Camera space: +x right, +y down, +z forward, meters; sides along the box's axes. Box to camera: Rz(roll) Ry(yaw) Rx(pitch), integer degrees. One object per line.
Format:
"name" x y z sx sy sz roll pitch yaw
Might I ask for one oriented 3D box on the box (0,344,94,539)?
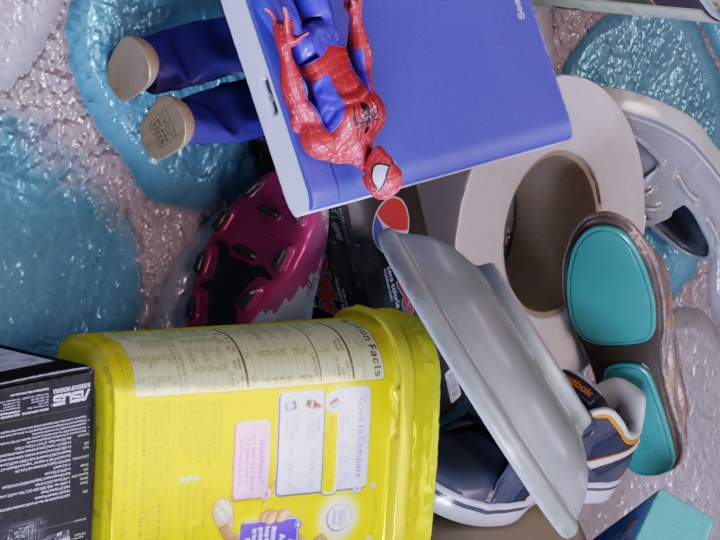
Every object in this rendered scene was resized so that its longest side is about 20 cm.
"box" -0.232 0.132 1.383 0.199 0.086 0.165 -10 105 -49

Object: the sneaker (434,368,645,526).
"sneaker" 0.100 0.100 1.690 0.199 0.078 0.080 -5 127 -53

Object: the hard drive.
"hard drive" 0.023 -0.115 1.553 0.199 0.025 0.133 -17 87 -39

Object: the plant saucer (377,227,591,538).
"plant saucer" 0.081 0.052 1.551 0.050 0.200 0.200 -33 131 3

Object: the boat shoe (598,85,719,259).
"boat shoe" 0.199 -0.062 1.872 0.201 0.070 0.072 34 68 -51

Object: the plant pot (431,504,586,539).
"plant pot" 0.060 0.212 1.701 0.200 0.186 0.189 -38 126 -56

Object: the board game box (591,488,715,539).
"board game box" 0.152 0.236 1.801 0.153 0.045 0.200 -62 -178 -20

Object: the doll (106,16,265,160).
"doll" -0.040 -0.110 1.553 0.199 0.048 0.137 -19 71 -38

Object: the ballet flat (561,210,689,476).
"ballet flat" 0.171 0.036 1.767 0.067 0.068 0.201 -60 146 -51

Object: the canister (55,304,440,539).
"canister" -0.064 0.098 1.500 0.199 0.086 0.150 -3 101 -31

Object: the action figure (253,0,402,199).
"action figure" -0.029 -0.128 1.472 0.065 0.052 0.201 -32 99 -42

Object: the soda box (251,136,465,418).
"soda box" 0.000 0.000 1.645 0.063 0.070 0.201 -35 123 -39

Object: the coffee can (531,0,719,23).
"coffee can" 0.158 -0.227 1.687 0.146 0.199 0.147 -13 108 -48

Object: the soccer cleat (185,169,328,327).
"soccer cleat" -0.061 0.040 1.589 0.086 0.070 0.201 29 82 -52

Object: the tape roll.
"tape roll" 0.096 -0.027 1.756 0.202 0.070 0.204 -13 107 -48
